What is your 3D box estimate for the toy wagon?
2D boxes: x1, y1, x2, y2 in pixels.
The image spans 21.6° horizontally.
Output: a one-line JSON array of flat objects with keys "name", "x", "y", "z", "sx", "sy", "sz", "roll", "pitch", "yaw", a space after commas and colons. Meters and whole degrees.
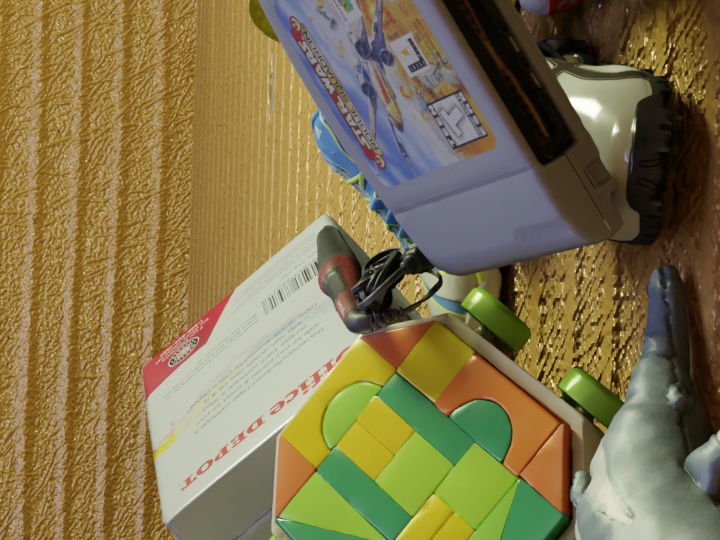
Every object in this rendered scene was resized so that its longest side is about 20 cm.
[{"name": "toy wagon", "x": 0.048, "y": 0.103, "z": 0.809, "sx": 0.155, "sy": 0.040, "sz": 0.200, "roll": -51, "pitch": 49, "yaw": 0}]

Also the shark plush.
[{"name": "shark plush", "x": 0.128, "y": 0.084, "z": 0.702, "sx": 0.083, "sy": 0.091, "sz": 0.200, "roll": -51, "pitch": 13, "yaw": 42}]

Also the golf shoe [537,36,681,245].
[{"name": "golf shoe", "x": 0.076, "y": -0.059, "z": 0.830, "sx": 0.200, "sy": 0.094, "sz": 0.078, "roll": -132, "pitch": 46, "yaw": -73}]

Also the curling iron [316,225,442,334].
[{"name": "curling iron", "x": 0.000, "y": 0.000, "z": 0.914, "sx": 0.026, "sy": 0.049, "sz": 0.200, "roll": 61, "pitch": 175, "yaw": -11}]

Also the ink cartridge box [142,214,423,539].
[{"name": "ink cartridge box", "x": -0.013, "y": 0.093, "z": 1.002, "sx": 0.145, "sy": 0.145, "sz": 0.200, "roll": 49, "pitch": -174, "yaw": -21}]

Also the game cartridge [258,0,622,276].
[{"name": "game cartridge", "x": 0.019, "y": -0.089, "z": 0.781, "sx": 0.200, "sy": 0.041, "sz": 0.133, "roll": 58, "pitch": 151, "yaw": -7}]

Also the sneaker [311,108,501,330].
[{"name": "sneaker", "x": 0.023, "y": -0.047, "z": 1.078, "sx": 0.076, "sy": 0.105, "sz": 0.201, "roll": 113, "pitch": 157, "yaw": -63}]

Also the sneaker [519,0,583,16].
[{"name": "sneaker", "x": 0.097, "y": -0.161, "z": 0.856, "sx": 0.200, "sy": 0.070, "sz": 0.094, "roll": -132, "pitch": 22, "yaw": -68}]

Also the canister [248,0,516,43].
[{"name": "canister", "x": 0.008, "y": -0.228, "z": 1.086, "sx": 0.087, "sy": 0.148, "sz": 0.201, "roll": 106, "pitch": 164, "yaw": -54}]
